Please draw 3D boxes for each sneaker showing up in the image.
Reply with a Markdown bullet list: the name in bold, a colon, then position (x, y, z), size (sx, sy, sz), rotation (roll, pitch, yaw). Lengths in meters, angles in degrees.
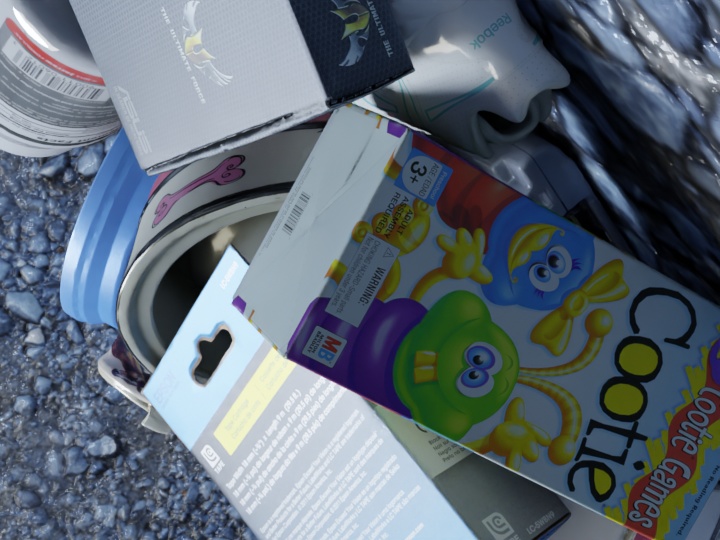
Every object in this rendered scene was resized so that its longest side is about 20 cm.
- **sneaker**: position (0.038, -0.081, 0.697), size (0.080, 0.070, 0.200), rotation (47, 175, 0)

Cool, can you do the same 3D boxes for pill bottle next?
- **pill bottle**: position (-0.150, -0.129, 0.813), size (0.116, 0.116, 0.200), rotation (50, 155, -8)

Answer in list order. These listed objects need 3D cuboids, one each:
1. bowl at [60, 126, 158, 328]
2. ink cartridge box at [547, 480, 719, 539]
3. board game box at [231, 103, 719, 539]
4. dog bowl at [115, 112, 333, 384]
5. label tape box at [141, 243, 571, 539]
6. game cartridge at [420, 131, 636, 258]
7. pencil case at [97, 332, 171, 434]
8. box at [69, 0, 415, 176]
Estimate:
- **bowl**: position (-0.128, -0.052, 1.031), size (0.039, 0.201, 0.201), rotation (27, 173, 5)
- **ink cartridge box**: position (0.128, 0.127, 0.882), size (0.146, 0.083, 0.200), rotation (26, -178, 34)
- **board game box**: position (0.063, 0.023, 0.680), size (0.200, 0.105, 0.103), rotation (27, -177, -20)
- **dog bowl**: position (-0.028, -0.007, 0.829), size (0.200, 0.200, 0.074), rotation (55, -157, -50)
- **label tape box**: position (-0.008, 0.090, 0.795), size (0.200, 0.063, 0.144), rotation (50, 137, 14)
- **game cartridge**: position (0.107, -0.009, 0.840), size (0.200, 0.041, 0.133), rotation (53, 171, -31)
- **pencil case**: position (-0.084, 0.013, 1.021), size (0.078, 0.200, 0.089), rotation (40, 175, -22)
- **box**: position (-0.075, -0.148, 0.643), size (0.158, 0.051, 0.200), rotation (-11, 105, 55)
